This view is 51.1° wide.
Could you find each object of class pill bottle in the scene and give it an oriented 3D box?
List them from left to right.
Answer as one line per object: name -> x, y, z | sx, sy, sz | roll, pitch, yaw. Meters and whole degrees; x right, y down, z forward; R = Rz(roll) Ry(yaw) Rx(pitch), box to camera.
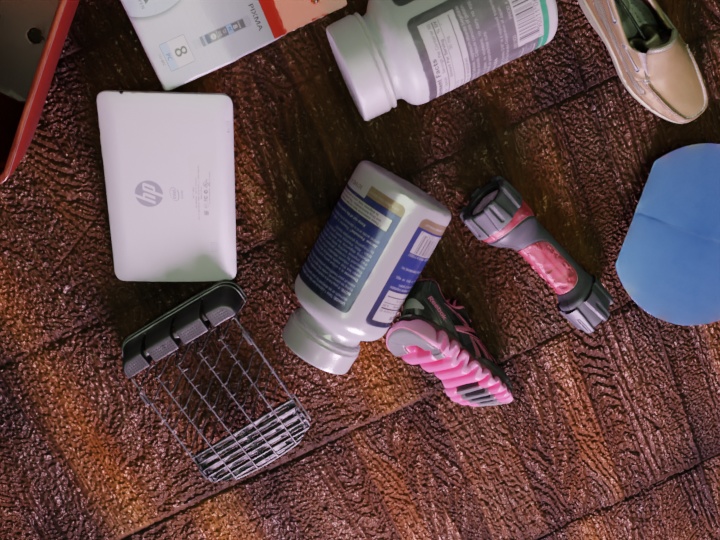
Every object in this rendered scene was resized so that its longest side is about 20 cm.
pill bottle -> 0.000, 0.000, 0.775 | 0.110, 0.111, 0.202 | 27, 102, -14
pill bottle -> 0.074, -0.229, 0.714 | 0.198, 0.113, 0.114 | -25, 108, 1

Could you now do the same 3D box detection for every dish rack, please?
dish rack -> -0.153, 0.131, 0.826 | 0.152, 0.055, 0.201 | -29, 110, 6

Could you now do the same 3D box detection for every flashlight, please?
flashlight -> 0.195, -0.012, 0.819 | 0.068, 0.068, 0.200 | -44, 106, 6

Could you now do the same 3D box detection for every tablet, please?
tablet -> -0.192, -0.080, 0.761 | 0.128, 0.014, 0.203 | 0, 117, -7

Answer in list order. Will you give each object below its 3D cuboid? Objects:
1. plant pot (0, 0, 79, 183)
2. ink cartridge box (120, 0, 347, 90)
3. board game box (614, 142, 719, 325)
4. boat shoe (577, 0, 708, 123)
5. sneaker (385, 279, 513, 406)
plant pot -> -0.339, -0.217, 0.633 | 0.197, 0.177, 0.202 | 23, 104, -13
ink cartridge box -> -0.129, -0.285, 0.706 | 0.198, 0.047, 0.162 | -23, 109, 2
board game box -> 0.371, -0.042, 0.849 | 0.156, 0.039, 0.203 | 17, 99, -6
boat shoe -> 0.293, -0.225, 0.761 | 0.200, 0.076, 0.072 | 42, 98, -17
sneaker -> 0.110, 0.081, 0.835 | 0.078, 0.096, 0.200 | -16, 137, 37
